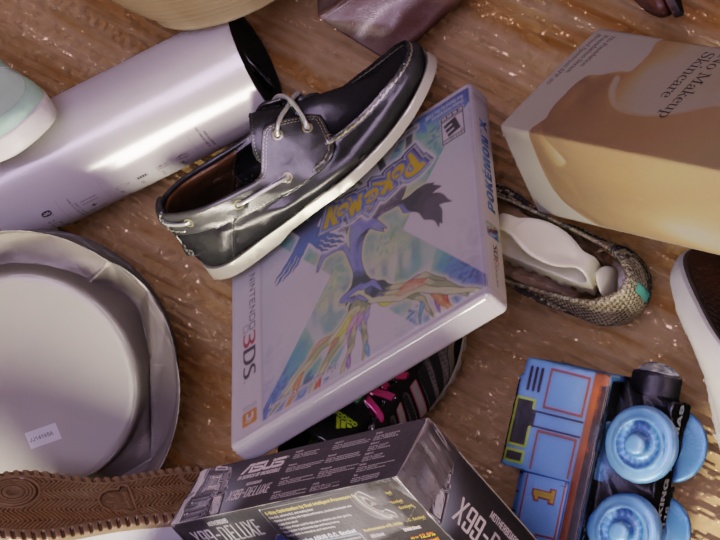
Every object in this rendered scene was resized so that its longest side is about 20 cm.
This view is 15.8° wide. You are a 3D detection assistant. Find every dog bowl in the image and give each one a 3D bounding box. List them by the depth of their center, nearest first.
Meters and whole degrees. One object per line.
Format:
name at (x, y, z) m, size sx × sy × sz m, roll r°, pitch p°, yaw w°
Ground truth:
dog bowl at (-0.206, 0.065, 1.653) m, size 0.199 × 0.059 × 0.201 m, roll 2°, pitch 105°, yaw 8°

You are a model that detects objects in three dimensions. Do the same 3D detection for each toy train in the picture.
toy train at (0.137, 0.149, 1.565) m, size 0.114 × 0.087 × 0.201 m, roll 12°, pitch 91°, yaw 26°

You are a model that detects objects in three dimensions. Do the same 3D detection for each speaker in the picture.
speaker at (-0.149, -0.091, 1.668) m, size 0.199 × 0.081 × 0.082 m, roll -26°, pitch 79°, yaw 13°

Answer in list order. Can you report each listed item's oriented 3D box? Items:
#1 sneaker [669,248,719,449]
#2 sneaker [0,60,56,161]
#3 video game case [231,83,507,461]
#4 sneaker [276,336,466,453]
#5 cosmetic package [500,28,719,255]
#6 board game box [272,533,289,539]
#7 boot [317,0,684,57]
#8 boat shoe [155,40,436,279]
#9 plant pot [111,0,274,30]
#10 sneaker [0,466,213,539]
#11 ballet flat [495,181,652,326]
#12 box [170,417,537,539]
sneaker at (0.228, 0.083, 1.550) m, size 0.085 × 0.072 × 0.201 m, roll -52°, pitch 53°, yaw 42°
sneaker at (-0.281, -0.138, 1.653) m, size 0.200 × 0.119 × 0.074 m, roll 22°, pitch 59°, yaw 43°
video game case at (0.000, 0.000, 1.569) m, size 0.199 × 0.022 × 0.183 m, roll -32°, pitch 39°, yaw 26°
sneaker at (0.002, 0.081, 1.591) m, size 0.074 × 0.087 × 0.201 m, roll 31°, pitch 105°, yaw 11°
cosmetic package at (0.190, -0.074, 1.507) m, size 0.199 × 0.071 × 0.105 m, roll 14°, pitch 51°, yaw 47°
board game box at (-0.020, 0.270, 1.566) m, size 0.200 × 0.200 × 0.062 m, roll 36°, pitch 54°, yaw -7°
boot at (0.080, -0.178, 1.617) m, size 0.200 × 0.064 × 0.187 m, roll -35°, pitch 64°, yaw 7°
boat shoe at (-0.038, -0.077, 1.609) m, size 0.200 × 0.072 × 0.068 m, roll -38°, pitch 116°, yaw 13°
plant pot at (-0.098, -0.214, 1.632) m, size 0.200 × 0.201 × 0.093 m, roll -13°, pitch 116°, yaw 15°
sneaker at (-0.171, 0.184, 1.613) m, size 0.199 × 0.071 × 0.113 m, roll -1°, pitch 125°, yaw -14°
ballet flat at (0.085, -0.022, 1.596) m, size 0.199 × 0.075 × 0.068 m, roll 21°, pitch 81°, yaw 17°
box at (0.008, 0.170, 1.526) m, size 0.199 × 0.050 × 0.158 m, roll -17°, pitch 123°, yaw 44°
